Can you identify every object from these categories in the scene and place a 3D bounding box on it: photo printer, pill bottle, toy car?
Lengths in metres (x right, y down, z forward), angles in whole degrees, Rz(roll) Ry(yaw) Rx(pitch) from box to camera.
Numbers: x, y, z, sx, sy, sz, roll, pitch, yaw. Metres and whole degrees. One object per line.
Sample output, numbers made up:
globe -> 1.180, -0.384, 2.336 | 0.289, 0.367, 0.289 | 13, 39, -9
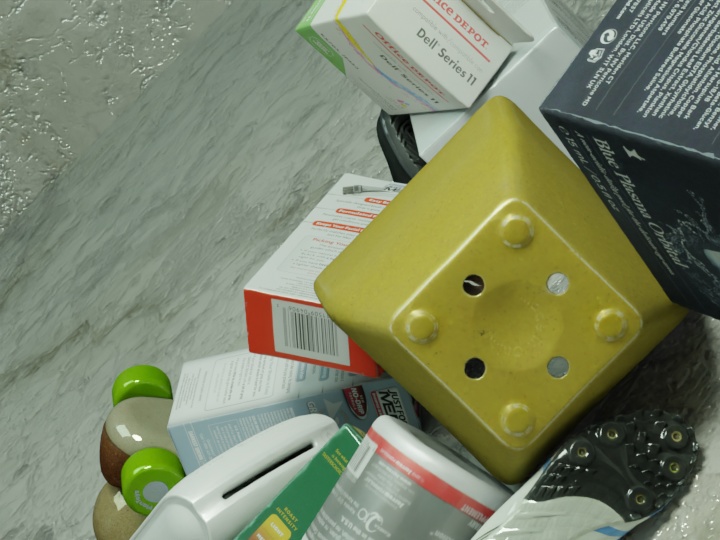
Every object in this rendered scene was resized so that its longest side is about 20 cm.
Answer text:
photo printer -> -0.101, 0.192, 1.372 | 0.166, 0.070, 0.200 | -27, -17, -40
pill bottle -> 0.009, 0.207, 1.170 | 0.200, 0.114, 0.114 | -59, 19, 1
toy car -> -0.173, 0.216, 1.591 | 0.164, 0.157, 0.201 | -109, 37, -60

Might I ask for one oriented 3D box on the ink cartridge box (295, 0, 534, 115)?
ink cartridge box -> 0.040, -0.186, 1.416 | 0.067, 0.117, 0.200 | -54, 19, -12

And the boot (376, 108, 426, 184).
boot -> 0.010, -0.036, 1.599 | 0.200, 0.165, 0.066 | -34, 2, 36

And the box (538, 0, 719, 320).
box -> 0.236, -0.051, 0.988 | 0.200, 0.197, 0.118 | 23, 71, 47

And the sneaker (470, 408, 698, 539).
sneaker -> 0.125, 0.159, 1.113 | 0.200, 0.072, 0.072 | -41, -11, -2

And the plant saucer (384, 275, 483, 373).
plant saucer -> 0.041, 0.031, 1.451 | 0.199, 0.037, 0.201 | -3, 29, 1

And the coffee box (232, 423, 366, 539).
coffee box -> -0.043, 0.206, 1.303 | 0.200, 0.123, 0.044 | -46, 61, 2

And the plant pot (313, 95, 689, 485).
plant pot -> 0.095, 0.020, 1.166 | 0.194, 0.195, 0.200 | -46, 3, 6

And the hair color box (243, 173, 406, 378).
hair color box -> 0.000, 0.000, 1.411 | 0.110, 0.064, 0.200 | 10, 34, 21

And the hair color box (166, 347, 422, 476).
hair color box -> -0.051, 0.103, 1.474 | 0.199, 0.061, 0.099 | -14, 28, 11

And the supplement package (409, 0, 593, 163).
supplement package -> 0.144, -0.131, 1.498 | 0.152, 0.151, 0.200 | -43, 19, 15
